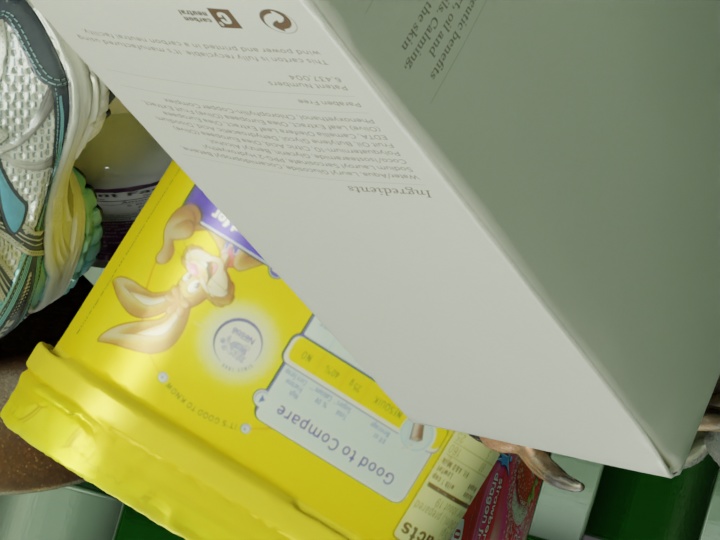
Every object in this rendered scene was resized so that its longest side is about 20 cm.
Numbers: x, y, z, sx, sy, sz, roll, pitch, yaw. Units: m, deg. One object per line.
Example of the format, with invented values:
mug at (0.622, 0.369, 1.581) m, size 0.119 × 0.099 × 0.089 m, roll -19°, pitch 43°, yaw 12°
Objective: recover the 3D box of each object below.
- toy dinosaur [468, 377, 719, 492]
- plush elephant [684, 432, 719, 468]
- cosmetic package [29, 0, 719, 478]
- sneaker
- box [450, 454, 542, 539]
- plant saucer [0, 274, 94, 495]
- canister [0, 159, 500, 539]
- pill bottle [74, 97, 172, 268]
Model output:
toy dinosaur at (0.098, -0.013, 0.776) m, size 0.086 × 0.136 × 0.200 m, roll 4°, pitch 167°, yaw -15°
plush elephant at (0.179, 0.030, 1.069) m, size 0.164 × 0.155 × 0.200 m, roll 15°, pitch 175°, yaw 10°
cosmetic package at (0.021, -0.049, 0.619) m, size 0.085 × 0.108 × 0.200 m, roll 9°, pitch 153°, yaw 34°
sneaker at (-0.126, -0.032, 0.843) m, size 0.078 × 0.086 × 0.200 m, roll 31°, pitch 152°, yaw 20°
box at (0.030, 0.010, 1.085) m, size 0.095 × 0.201 × 0.100 m, roll 13°, pitch 175°, yaw 24°
plant saucer at (-0.165, 0.017, 0.982) m, size 0.200 × 0.037 × 0.200 m, roll 12°, pitch -158°, yaw -5°
canister at (0.000, 0.000, 0.886) m, size 0.148 × 0.200 × 0.087 m, roll 32°, pitch 178°, yaw -13°
pill bottle at (-0.087, -0.074, 0.970) m, size 0.112 × 0.113 × 0.200 m, roll 16°, pitch 166°, yaw 1°
